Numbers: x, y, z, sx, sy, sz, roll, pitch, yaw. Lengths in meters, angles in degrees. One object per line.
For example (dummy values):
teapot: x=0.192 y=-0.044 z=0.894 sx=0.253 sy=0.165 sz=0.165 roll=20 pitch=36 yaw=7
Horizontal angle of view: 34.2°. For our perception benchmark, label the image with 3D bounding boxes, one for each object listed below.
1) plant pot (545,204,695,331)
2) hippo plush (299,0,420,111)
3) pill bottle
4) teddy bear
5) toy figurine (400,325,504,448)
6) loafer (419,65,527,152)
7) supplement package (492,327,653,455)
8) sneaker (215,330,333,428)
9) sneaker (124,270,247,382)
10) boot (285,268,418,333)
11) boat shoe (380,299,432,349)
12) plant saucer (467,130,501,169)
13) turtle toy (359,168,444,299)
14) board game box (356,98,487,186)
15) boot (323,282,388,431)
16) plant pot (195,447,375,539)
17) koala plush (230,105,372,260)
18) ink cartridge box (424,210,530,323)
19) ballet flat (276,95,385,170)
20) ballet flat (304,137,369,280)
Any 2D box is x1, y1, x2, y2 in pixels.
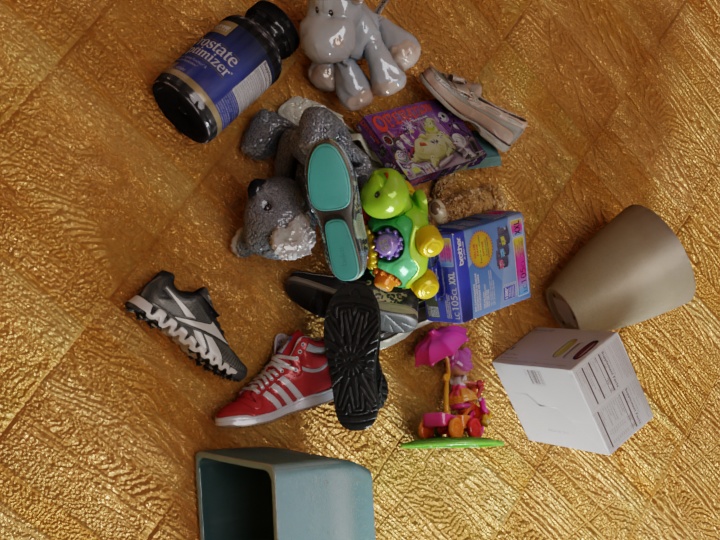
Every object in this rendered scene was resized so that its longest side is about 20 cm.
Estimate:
plant pot: x=0.411 y=0.020 z=1.923 sx=0.199 sy=0.187 sz=0.188 roll=-29 pitch=104 yaw=-13
hippo plush: x=-0.004 y=-0.340 z=1.645 sx=0.161 sy=0.158 sz=0.202 roll=40 pitch=67 yaw=-70
pill bottle: x=-0.179 y=-0.276 z=1.598 sx=0.200 sy=0.112 sz=0.112 roll=-47 pitch=111 yaw=-22
teddy bear: x=0.158 y=-0.087 z=1.822 sx=0.199 sy=0.067 sz=0.146 roll=16 pitch=79 yaw=-30
toy figurine: x=0.147 y=0.178 z=1.792 sx=0.199 sy=0.149 sz=0.186 roll=12 pitch=73 yaw=-52
loafer: x=0.176 y=-0.262 z=1.804 sx=0.199 sy=0.072 sz=0.063 roll=34 pitch=114 yaw=-30
supplement package: x=0.333 y=0.185 z=1.845 sx=0.111 sy=0.199 sz=0.157 roll=-33 pitch=106 yaw=-26
sneaker: x=-0.125 y=0.150 z=1.649 sx=0.199 sy=0.071 sz=0.114 roll=-15 pitch=101 yaw=-38
sneaker: x=-0.219 y=0.072 z=1.597 sx=0.200 sy=0.066 sz=0.091 roll=40 pitch=73 yaw=-22
boot: x=0.000 y=0.000 z=1.718 sx=0.198 sy=0.073 sz=0.152 roll=13 pitch=58 yaw=3
boat shoe: x=0.085 y=0.050 z=1.774 sx=0.200 sy=0.072 sz=0.061 roll=-29 pitch=108 yaw=-25
plant saucer: x=0.129 y=-0.185 z=1.814 sx=0.199 sy=0.019 sz=0.070 roll=-10 pitch=59 yaw=-30
turtle toy: x=0.045 y=-0.056 z=1.611 sx=0.100 sy=0.146 sz=0.201 roll=-11 pitch=132 yaw=-15
board game box: x=0.095 y=-0.193 z=1.746 sx=0.199 sy=0.032 sz=0.120 roll=-22 pitch=68 yaw=-47
boot: x=-0.004 y=0.116 z=1.669 sx=0.079 sy=0.158 sz=0.213 roll=2 pitch=96 yaw=8
plant pot: x=-0.089 y=0.341 z=1.607 sx=0.199 sy=0.196 sz=0.198 roll=-3 pitch=91 yaw=-39
koala plush: x=-0.091 y=-0.096 z=1.620 sx=0.184 sy=0.177 sz=0.201 roll=45 pitch=64 yaw=-33
ink cartridge box: x=0.159 y=-0.004 z=1.729 sx=0.199 sy=0.076 sz=0.138 roll=-17 pitch=104 yaw=-41
ballet flat: x=-0.028 y=-0.197 z=1.713 sx=0.199 sy=0.072 sz=0.072 roll=34 pitch=73 yaw=-26
ballet flat: x=-0.028 y=-0.086 z=1.540 sx=0.074 sy=0.074 sz=0.202 roll=-21 pitch=118 yaw=-29
